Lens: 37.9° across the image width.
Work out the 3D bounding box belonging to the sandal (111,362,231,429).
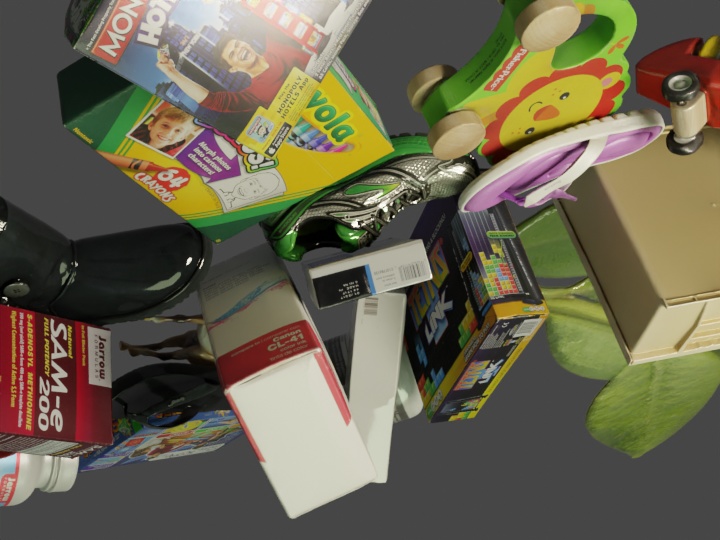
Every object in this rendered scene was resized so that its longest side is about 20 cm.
[{"bbox_3d":[-0.174,0.128,1.053,0.200,0.043,0.076,0,142,-42],"label":"sandal"}]

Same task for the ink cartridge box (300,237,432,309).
[{"bbox_3d":[0.000,0.000,0.943,0.099,0.039,0.200,-16,-176,-3],"label":"ink cartridge box"}]

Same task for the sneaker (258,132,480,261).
[{"bbox_3d":[0.010,-0.056,0.916,0.200,0.085,0.078,-17,148,0],"label":"sneaker"}]

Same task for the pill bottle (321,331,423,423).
[{"bbox_3d":[0.002,0.123,1.166,0.200,0.113,0.113,-18,149,4],"label":"pill bottle"}]

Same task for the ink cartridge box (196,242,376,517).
[{"bbox_3d":[-0.068,0.087,0.904,0.086,0.200,0.148,-24,121,-2],"label":"ink cartridge box"}]

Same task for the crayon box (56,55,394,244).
[{"bbox_3d":[-0.095,-0.118,0.794,0.172,0.058,0.200,-26,147,15],"label":"crayon box"}]

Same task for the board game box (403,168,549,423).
[{"bbox_3d":[0.095,0.027,1.009,0.057,0.165,0.200,-5,147,-21],"label":"board game box"}]

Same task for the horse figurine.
[{"bbox_3d":[-0.163,0.063,1.056,0.132,0.050,0.200,7,140,-26],"label":"horse figurine"}]

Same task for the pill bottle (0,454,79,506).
[{"bbox_3d":[-0.400,0.190,1.083,0.200,0.109,0.109,5,143,-32],"label":"pill bottle"}]

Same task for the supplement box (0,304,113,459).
[{"bbox_3d":[-0.297,0.086,0.849,0.061,0.109,0.200,-20,156,33],"label":"supplement box"}]

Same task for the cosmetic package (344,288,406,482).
[{"bbox_3d":[0.012,0.105,1.061,0.051,0.083,0.200,4,106,-5],"label":"cosmetic package"}]

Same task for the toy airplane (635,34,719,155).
[{"bbox_3d":[0.356,-0.163,0.862,0.199,0.141,0.200,32,147,-12],"label":"toy airplane"}]

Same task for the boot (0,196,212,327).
[{"bbox_3d":[-0.245,-0.012,0.871,0.200,0.077,0.168,-19,153,15],"label":"boot"}]

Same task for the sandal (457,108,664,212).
[{"bbox_3d":[0.182,-0.088,0.915,0.202,0.050,0.082,-23,161,-9],"label":"sandal"}]

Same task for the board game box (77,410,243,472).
[{"bbox_3d":[-0.203,0.175,1.174,0.135,0.034,0.200,-35,158,34],"label":"board game box"}]

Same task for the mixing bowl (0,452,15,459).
[{"bbox_3d":[-0.400,0.103,0.929,0.200,0.109,0.200,-3,158,-1],"label":"mixing bowl"}]

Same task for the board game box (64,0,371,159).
[{"bbox_3d":[-0.084,-0.198,0.610,0.200,0.062,0.200,28,97,-39],"label":"board game box"}]

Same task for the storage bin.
[{"bbox_3d":[0.316,-0.035,0.986,0.198,0.200,0.094,-8,145,-13],"label":"storage bin"}]

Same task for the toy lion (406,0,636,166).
[{"bbox_3d":[0.150,-0.157,0.855,0.192,0.069,0.200,-3,148,-35],"label":"toy lion"}]
